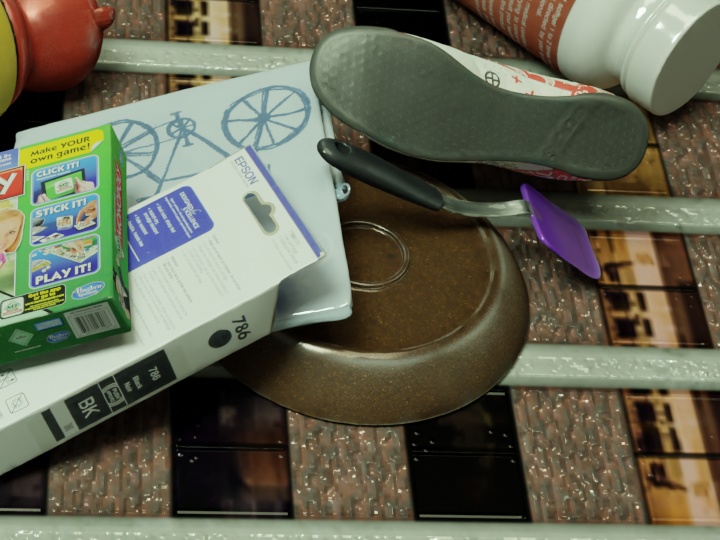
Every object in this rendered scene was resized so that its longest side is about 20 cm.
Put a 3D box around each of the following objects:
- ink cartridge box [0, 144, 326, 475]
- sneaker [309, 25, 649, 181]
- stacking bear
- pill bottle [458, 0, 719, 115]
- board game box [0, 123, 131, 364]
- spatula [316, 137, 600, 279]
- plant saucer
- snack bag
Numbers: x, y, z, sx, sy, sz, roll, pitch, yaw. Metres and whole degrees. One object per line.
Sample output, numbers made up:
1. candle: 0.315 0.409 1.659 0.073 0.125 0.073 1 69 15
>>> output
1. ink cartridge box: -0.121 0.018 1.001 0.200 0.039 0.099 -28 50 -7
2. sneaker: 0.062 -0.095 1.140 0.201 0.067 0.108 12 4 -9
3. stacking bear: -0.241 -0.132 1.124 0.200 0.121 0.114 -17 82 -37
4. pill bottle: 0.138 -0.188 1.241 0.112 0.112 0.200 -32 59 -34
5. board game box: -0.219 0.000 1.000 0.200 0.029 0.135 -15 45 6
6. spatula: 0.060 -0.039 1.090 0.200 0.021 0.057 16 38 -28
7. plant saucer: 0.000 0.000 1.090 0.200 0.035 0.200 5 45 -5
8. snack bag: -0.097 -0.027 1.071 0.188 0.021 0.200 -13 49 3
